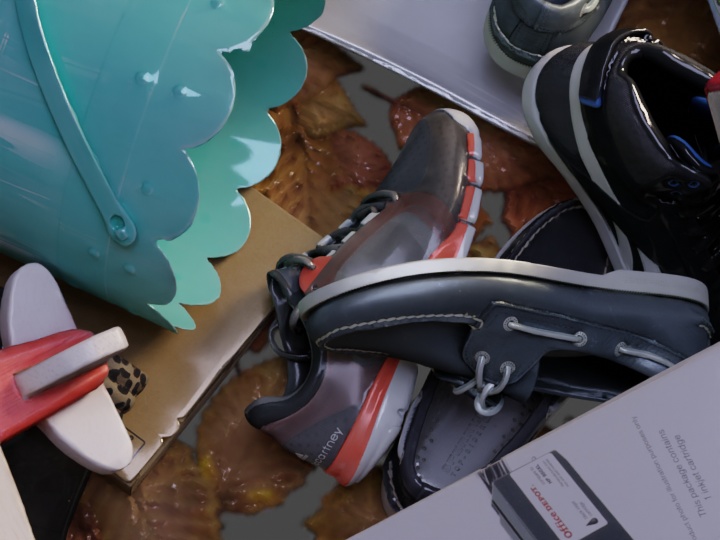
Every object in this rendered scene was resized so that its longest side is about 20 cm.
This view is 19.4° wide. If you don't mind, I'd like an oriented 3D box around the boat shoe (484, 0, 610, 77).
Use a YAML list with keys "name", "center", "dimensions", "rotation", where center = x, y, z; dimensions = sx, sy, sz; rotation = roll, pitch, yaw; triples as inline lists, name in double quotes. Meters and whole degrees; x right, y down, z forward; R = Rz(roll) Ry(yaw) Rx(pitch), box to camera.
- name: "boat shoe"
  center: [0.122, -0.194, 1.091]
  dimensions: [0.073, 0.062, 0.200]
  rotation: [23, 68, 3]

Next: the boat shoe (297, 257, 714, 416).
- name: "boat shoe"
  center: [0.070, 0.034, 0.962]
  dimensions: [0.200, 0.073, 0.062]
  rotation: [2, 72, -19]

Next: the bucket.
- name: "bucket"
  center: [-0.108, -0.084, 0.964]
  dimensions: [0.135, 0.207, 0.207]
  rotation: [20, 67, 3]

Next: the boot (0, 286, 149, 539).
- name: "boot"
  center: [-0.209, 0.071, 0.968]
  dimensions: [0.200, 0.073, 0.151]
  rotation: [28, 80, 2]

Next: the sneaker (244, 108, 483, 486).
- name: "sneaker"
  center: [0.000, 0.000, 1.024]
  dimensions: [0.082, 0.077, 0.200]
  rotation: [23, 67, -9]

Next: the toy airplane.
- name: "toy airplane"
  center: [-0.185, 0.069, 0.866]
  dimensions: [0.200, 0.141, 0.199]
  rotation: [21, 80, -5]

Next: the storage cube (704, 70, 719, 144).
- name: "storage cube"
  center: [0.287, -0.045, 0.942]
  dimensions: [0.200, 0.171, 0.180]
  rotation: [13, 41, 45]

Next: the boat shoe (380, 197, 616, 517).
- name: "boat shoe"
  center: [0.074, 0.040, 1.031]
  dimensions: [0.074, 0.060, 0.200]
  rotation: [34, 68, 9]

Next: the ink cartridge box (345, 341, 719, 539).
- name: "ink cartridge box"
  center: [0.103, 0.118, 0.923]
  dimensions: [0.200, 0.145, 0.084]
  rotation: [-29, 73, 11]

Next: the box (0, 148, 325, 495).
- name: "box"
  center: [-0.143, -0.010, 1.049]
  dimensions: [0.200, 0.021, 0.164]
  rotation: [35, 69, 8]

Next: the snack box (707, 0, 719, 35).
- name: "snack box"
  center: [0.228, -0.178, 1.096]
  dimensions: [0.142, 0.053, 0.200]
  rotation: [-4, 71, -45]

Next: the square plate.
- name: "square plate"
  center: [0.054, -0.181, 1.136]
  dimensions: [0.198, 0.028, 0.200]
  rotation: [26, 68, 5]

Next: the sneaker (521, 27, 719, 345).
- name: "sneaker"
  center: [0.164, -0.027, 1.008]
  dimensions: [0.073, 0.112, 0.200]
  rotation: [-45, 103, -16]
